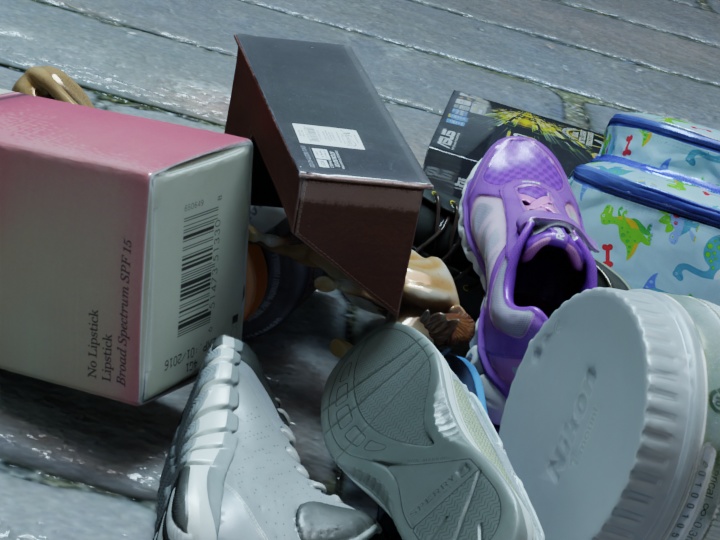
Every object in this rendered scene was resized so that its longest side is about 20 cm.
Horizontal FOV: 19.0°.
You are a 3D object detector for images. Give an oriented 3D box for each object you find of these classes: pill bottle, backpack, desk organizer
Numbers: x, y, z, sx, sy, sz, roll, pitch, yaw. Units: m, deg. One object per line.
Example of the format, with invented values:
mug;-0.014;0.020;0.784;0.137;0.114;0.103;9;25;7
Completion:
pill bottle;-0.069;-0.020;1.343;0.105;0.107;0.200;20;19;9
backpack;0.218;-0.027;1.483;0.181;0.148;0.200;17;6;5
desk organizer;-0.024;-0.055;1.171;0.071;0.078;0.200;4;25;-16

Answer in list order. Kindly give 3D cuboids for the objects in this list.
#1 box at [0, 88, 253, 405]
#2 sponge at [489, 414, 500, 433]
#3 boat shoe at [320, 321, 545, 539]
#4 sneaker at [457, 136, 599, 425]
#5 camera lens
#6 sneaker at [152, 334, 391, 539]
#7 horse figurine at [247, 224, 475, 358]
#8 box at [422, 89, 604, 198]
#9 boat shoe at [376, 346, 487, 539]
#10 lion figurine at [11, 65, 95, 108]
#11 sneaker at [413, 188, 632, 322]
box;-0.170;-0.019;1.170;0.198;0.129;0.109;12;18;25
sponge;0.152;0.104;1.239;0.198;0.030;0.112;2;34;-19
boat shoe;0.039;0.098;1.058;0.065;0.074;0.202;49;1;-36
sneaker;0.103;-0.009;1.241;0.080;0.089;0.201;7;49;-7
camera lens;0.189;0.104;1.104;0.198;0.161;0.160;17;18;-24
sneaker;-0.040;0.113;1.077;0.115;0.075;0.201;20;28;-8
horse figurine;0.000;0.000;1.217;0.132;0.050;0.200;-3;30;-46
box;0.137;-0.085;1.777;0.160;0.050;0.200;15;20;5
boat shoe;0.030;0.090;1.159;0.068;0.085;0.200;14;17;-10
lion figurine;-0.195;-0.078;1.333;0.072;0.200;0.123;-26;74;-35
sneaker;0.070;-0.004;1.328;0.199;0.075;0.106;21;-7;32
